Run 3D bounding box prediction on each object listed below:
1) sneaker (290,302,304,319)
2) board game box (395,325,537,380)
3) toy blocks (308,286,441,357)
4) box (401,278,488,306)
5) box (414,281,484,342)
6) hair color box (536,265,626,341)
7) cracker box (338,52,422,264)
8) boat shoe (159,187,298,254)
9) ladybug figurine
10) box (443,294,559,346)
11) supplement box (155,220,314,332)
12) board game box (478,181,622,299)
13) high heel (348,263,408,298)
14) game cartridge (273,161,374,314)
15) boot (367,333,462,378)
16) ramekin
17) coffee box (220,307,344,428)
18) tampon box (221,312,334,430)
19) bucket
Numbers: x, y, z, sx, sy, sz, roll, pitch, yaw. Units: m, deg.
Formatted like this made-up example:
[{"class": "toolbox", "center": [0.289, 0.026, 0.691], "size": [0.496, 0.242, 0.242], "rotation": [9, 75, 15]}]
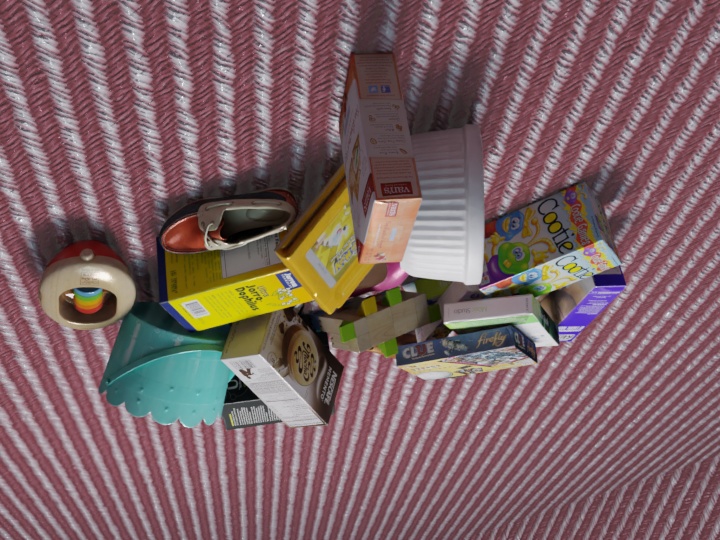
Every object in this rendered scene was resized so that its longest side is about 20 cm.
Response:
[{"class": "sneaker", "center": [-0.115, 0.071, 1.489], "size": [0.080, 0.074, 0.200], "rotation": [38, 147, -2]}, {"class": "board game box", "center": [0.172, 0.136, 1.493], "size": [0.197, 0.035, 0.135], "rotation": [-12, 159, 23]}, {"class": "toy blocks", "center": [0.012, 0.077, 1.499], "size": [0.198, 0.101, 0.136], "rotation": [-19, -166, -34]}, {"class": "box", "center": [0.181, 0.037, 1.573], "size": [0.197, 0.048, 0.122], "rotation": [-17, 149, 13]}, {"class": "box", "center": [0.146, 0.067, 1.525], "size": [0.038, 0.042, 0.201], "rotation": [3, 147, -22]}, {"class": "hair color box", "center": [0.357, 0.028, 1.546], "size": [0.064, 0.111, 0.201], "rotation": [-1, 150, -16]}, {"class": "cracker box", "center": [0.018, -0.127, 1.058], "size": [0.057, 0.202, 0.134], "rotation": [-4, 151, -11]}, {"class": "boat shoe", "center": [-0.179, -0.061, 1.237], "size": [0.197, 0.063, 0.072], "rotation": [-14, 116, 4]}, {"class": "ladybug figurine", "center": [-0.391, 0.017, 1.325], "size": [0.134, 0.073, 0.200], "rotation": [2, 150, -20]}, {"class": "box", "center": [0.229, 0.088, 1.482], "size": [0.142, 0.037, 0.200], "rotation": [-7, 161, 21]}, {"class": "supplement box", "center": [-0.178, -0.002, 1.319], "size": [0.197, 0.110, 0.110], "rotation": [-14, 151, 9]}, {"class": "board game box", "center": [0.279, -0.035, 1.412], "size": [0.198, 0.106, 0.103], "rotation": [-23, 149, 23]}, {"class": "high heel", "center": [0.000, 0.000, 1.428], "size": [0.095, 0.068, 0.199], "rotation": [0, 165, -39]}, {"class": "game cartridge", "center": [-0.021, -0.045, 1.266], "size": [0.177, 0.032, 0.200], "rotation": [-52, 150, -9]}, {"class": "boot", "center": [0.080, 0.135, 1.629], "size": [0.187, 0.069, 0.199], "rotation": [21, -179, 39]}, {"class": "ramekin", "center": [0.101, -0.082, 1.180], "size": [0.103, 0.203, 0.201], "rotation": [-1, 152, 4]}, {"class": "coffee box", "center": [-0.116, 0.143, 1.430], "size": [0.079, 0.114, 0.200], "rotation": [-10, 137, 30]}, {"class": "tampon box", "center": [-0.150, 0.175, 1.608], "size": [0.197, 0.152, 0.127], "rotation": [-6, 151, -6]}, {"class": "bucket", "center": [-0.290, 0.140, 1.427], "size": [0.204, 0.137, 0.207], "rotation": [16, -171, -3]}]
